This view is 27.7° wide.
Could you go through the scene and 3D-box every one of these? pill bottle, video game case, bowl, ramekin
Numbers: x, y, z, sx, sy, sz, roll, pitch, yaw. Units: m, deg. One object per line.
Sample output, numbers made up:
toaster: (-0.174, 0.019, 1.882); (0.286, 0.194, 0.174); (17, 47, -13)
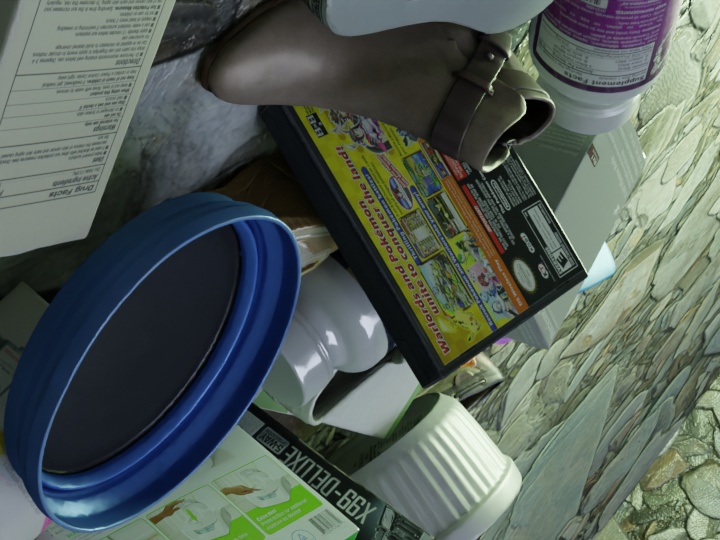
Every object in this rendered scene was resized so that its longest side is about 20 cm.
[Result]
pill bottle: (0.000, 0.000, 1.026); (0.200, 0.111, 0.112); (-43, 156, -24)
video game case: (0.047, -0.047, 0.956); (0.180, 0.201, 0.025); (-29, 177, -46)
pill bottle: (0.186, -0.199, 1.104); (0.112, 0.112, 0.201); (-42, 156, -26)
bowl: (-0.112, 0.048, 0.792); (0.201, 0.039, 0.202); (-44, 154, -28)
ramekin: (0.036, 0.198, 1.313); (0.199, 0.106, 0.200); (-34, -176, 3)

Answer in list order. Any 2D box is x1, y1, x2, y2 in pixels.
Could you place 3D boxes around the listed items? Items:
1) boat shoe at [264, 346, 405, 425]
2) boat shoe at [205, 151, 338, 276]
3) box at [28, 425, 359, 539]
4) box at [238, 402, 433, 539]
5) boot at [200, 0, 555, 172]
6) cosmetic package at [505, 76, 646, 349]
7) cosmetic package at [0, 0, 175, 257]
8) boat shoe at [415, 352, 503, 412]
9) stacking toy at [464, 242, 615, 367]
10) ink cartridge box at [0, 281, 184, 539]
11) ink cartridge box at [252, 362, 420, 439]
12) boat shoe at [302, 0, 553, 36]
boat shoe: (0.017, 0.041, 1.103); (0.199, 0.066, 0.072); (-36, 142, -22)
boat shoe: (-0.062, -0.021, 0.934); (0.199, 0.074, 0.070); (-22, 147, -37)
box: (-0.133, 0.179, 0.937); (0.199, 0.176, 0.097); (-23, 142, -52)
box: (-0.046, 0.202, 1.116); (0.050, 0.199, 0.159); (-41, 156, -35)
boot: (0.022, -0.108, 0.864); (0.199, 0.146, 0.071); (-31, 151, -42)
cosmetic package: (0.153, -0.049, 1.218); (0.201, 0.089, 0.107); (-63, 145, -19)
cosmetic package: (-0.143, -0.108, 0.633); (0.105, 0.071, 0.201); (-16, 137, -57)
boat shoe: (0.063, 0.153, 1.440); (0.200, 0.065, 0.072); (-45, 158, -19)
stacking toy: (0.132, 0.025, 1.374); (0.109, 0.116, 0.200); (-20, 155, -47)
ink cartridge box: (-0.198, 0.090, 0.820); (0.200, 0.067, 0.118); (-44, 154, -20)
ink cartridge box: (-0.006, 0.056, 1.188); (0.199, 0.048, 0.146); (22, 103, -52)
boat shoe: (0.042, -0.184, 0.857); (0.198, 0.064, 0.071); (-10, 136, -39)
